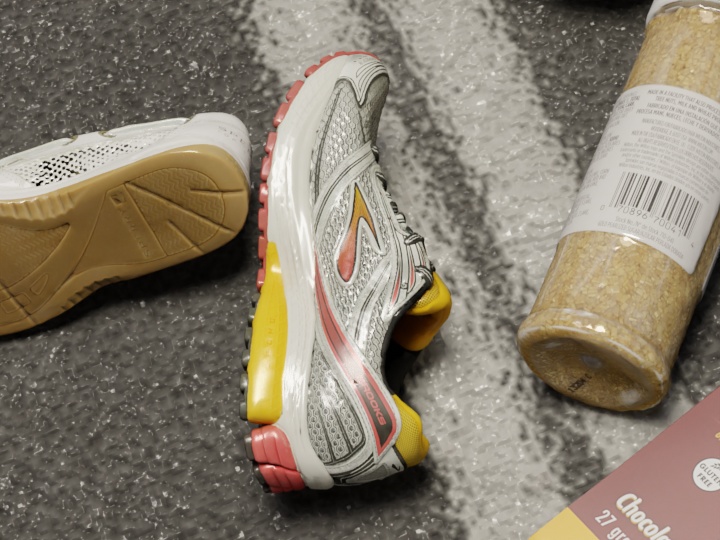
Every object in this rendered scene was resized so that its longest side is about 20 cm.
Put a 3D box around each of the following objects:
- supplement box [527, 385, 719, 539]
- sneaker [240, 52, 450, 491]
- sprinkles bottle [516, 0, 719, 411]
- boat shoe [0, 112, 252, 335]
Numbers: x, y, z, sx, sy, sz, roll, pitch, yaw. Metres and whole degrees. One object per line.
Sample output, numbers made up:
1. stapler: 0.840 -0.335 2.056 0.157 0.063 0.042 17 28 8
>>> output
1. supplement box: 0.186 0.119 0.801 0.197 0.200 0.133 -37 56 -11
2. sneaker: 0.000 0.000 1.001 0.082 0.078 0.201 -1 68 9
3. sprinkles bottle: 0.130 -0.040 0.999 0.068 0.068 0.200 14 62 22
4. boat shoe: -0.139 -0.024 1.066 0.199 0.071 0.069 -14 29 15
